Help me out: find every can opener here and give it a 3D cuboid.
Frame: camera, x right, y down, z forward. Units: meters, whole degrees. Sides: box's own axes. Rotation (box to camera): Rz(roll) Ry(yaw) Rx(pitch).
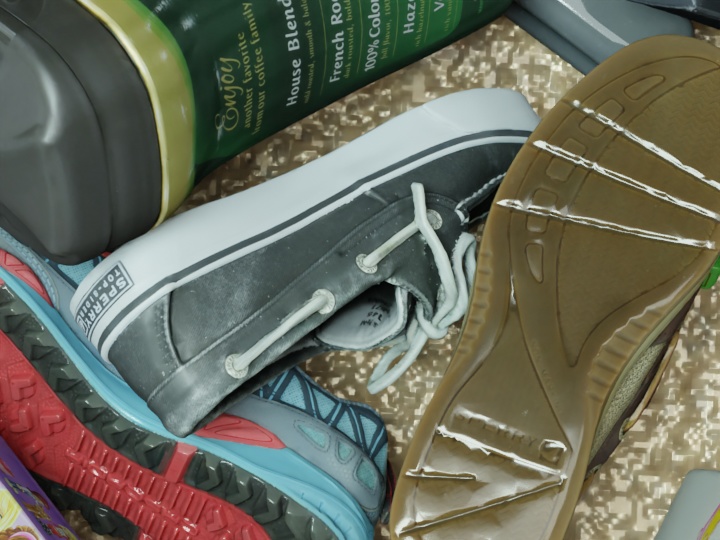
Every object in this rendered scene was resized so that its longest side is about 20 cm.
[{"bbox_3d":[0.036,-0.137,0.865,0.200,0.053,0.066,41,85,2],"label":"can opener"}]

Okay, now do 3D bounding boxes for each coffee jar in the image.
[{"bbox_3d":[-0.049,-0.083,0.764,0.104,0.085,0.200,32,51,32],"label":"coffee jar"}]

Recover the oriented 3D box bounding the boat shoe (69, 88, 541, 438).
[{"bbox_3d":[0.001,-0.002,0.803,0.199,0.074,0.068,-23,70,-47],"label":"boat shoe"}]

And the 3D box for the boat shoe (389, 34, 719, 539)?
[{"bbox_3d":[0.068,0.019,0.799,0.072,0.072,0.200,22,77,9],"label":"boat shoe"}]

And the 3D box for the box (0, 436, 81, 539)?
[{"bbox_3d":[-0.173,0.084,0.763,0.137,0.039,0.200,-43,67,3],"label":"box"}]

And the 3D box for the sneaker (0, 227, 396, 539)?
[{"bbox_3d":[-0.077,0.034,0.827,0.200,0.096,0.079,37,129,1],"label":"sneaker"}]

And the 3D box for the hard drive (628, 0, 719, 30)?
[{"bbox_3d":[0.122,-0.178,0.836,0.042,0.135,0.200,-2,87,32],"label":"hard drive"}]

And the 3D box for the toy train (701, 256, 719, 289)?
[{"bbox_3d":[0.161,0.000,0.854,0.200,0.056,0.042,15,58,2],"label":"toy train"}]

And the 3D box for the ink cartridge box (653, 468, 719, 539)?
[{"bbox_3d":[0.151,0.155,0.770,0.147,0.200,0.145,26,86,1],"label":"ink cartridge box"}]
